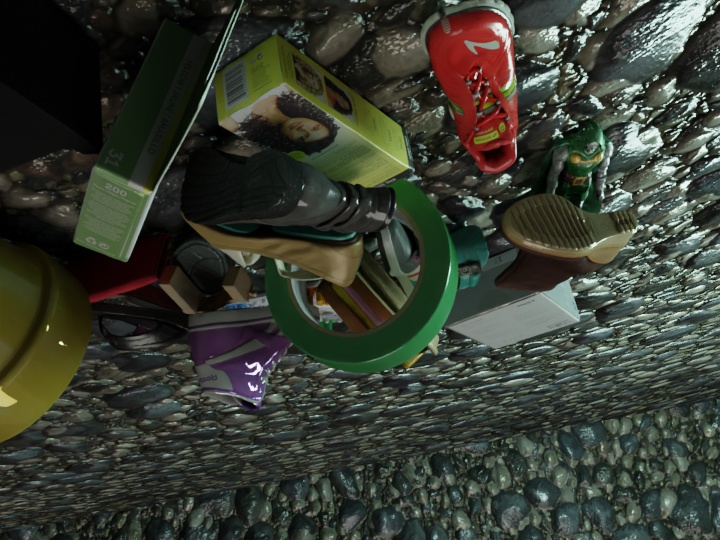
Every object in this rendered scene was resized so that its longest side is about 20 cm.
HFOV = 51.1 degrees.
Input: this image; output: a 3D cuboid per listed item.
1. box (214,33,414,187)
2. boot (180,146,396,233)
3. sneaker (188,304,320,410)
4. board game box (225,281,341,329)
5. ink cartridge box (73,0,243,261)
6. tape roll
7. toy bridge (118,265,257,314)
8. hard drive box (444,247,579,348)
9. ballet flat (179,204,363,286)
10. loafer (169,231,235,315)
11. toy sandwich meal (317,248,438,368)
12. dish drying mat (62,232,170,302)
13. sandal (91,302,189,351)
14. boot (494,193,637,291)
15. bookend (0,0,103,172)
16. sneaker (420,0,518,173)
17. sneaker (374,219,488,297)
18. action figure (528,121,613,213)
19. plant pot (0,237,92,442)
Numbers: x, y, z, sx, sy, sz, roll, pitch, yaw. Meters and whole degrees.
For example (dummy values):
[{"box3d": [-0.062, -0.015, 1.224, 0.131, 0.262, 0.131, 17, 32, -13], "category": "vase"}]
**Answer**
[{"box3d": [-0.034, -0.125, 0.661, 0.074, 0.051, 0.199, -23, 155, 29], "category": "box"}, {"box3d": [-0.070, -0.061, 0.676, 0.130, 0.071, 0.198, 11, -177, -40], "category": "boot"}, {"box3d": [-0.117, 0.100, 0.881, 0.072, 0.117, 0.198, -14, 174, 39], "category": "sneaker"}, {"box3d": [-0.057, 0.058, 1.051, 0.197, 0.026, 0.198, -13, 161, 40], "category": "board game box"}, {"box3d": [-0.135, -0.114, 0.511, 0.047, 0.148, 0.200, 22, 146, -16], "category": "ink cartridge box"}, {"box3d": [0.000, 0.000, 0.771, 0.196, 0.205, 0.048, -16, 158, 13], "category": "tape roll"}, {"box3d": [-0.200, 0.023, 0.849, 0.196, 0.028, 0.068, 2, 145, 25], "category": "toy bridge"}, {"box3d": [0.228, 0.047, 1.149, 0.154, 0.078, 0.199, -22, 155, 24], "category": "hard drive box"}, {"box3d": [-0.092, -0.026, 0.745, 0.196, 0.069, 0.064, 14, 120, 18], "category": "ballet flat"}, {"box3d": [-0.183, -0.002, 0.889, 0.071, 0.064, 0.201, 25, 147, -3], "category": "loafer"}, {"box3d": [0.017, 0.043, 0.895, 0.070, 0.206, 0.205, -40, 154, 0], "category": "toy sandwich meal"}, {"box3d": [-0.301, 0.013, 0.828, 0.196, 0.078, 0.018, -16, 129, 12], "category": "dish drying mat"}, {"box3d": [-0.238, 0.073, 0.873, 0.198, 0.049, 0.075, 16, 161, -35], "category": "sandal"}, {"box3d": [0.203, -0.014, 0.865, 0.196, 0.074, 0.166, 0, 153, -31], "category": "boot"}, {"box3d": [-0.304, -0.128, 0.475, 0.195, 0.094, 0.200, -16, 158, 16], "category": "bookend"}, {"box3d": [0.105, -0.146, 0.629, 0.076, 0.087, 0.200, -17, 157, 14], "category": "sneaker"}, {"box3d": [0.092, -0.025, 0.912, 0.119, 0.085, 0.200, -20, 152, 12], "category": "sneaker"}, {"box3d": [0.238, -0.099, 0.849, 0.115, 0.056, 0.201, -7, 153, -1], "category": "action figure"}, {"box3d": [-0.391, 0.037, 0.710, 0.197, 0.204, 0.190, -16, 142, 12], "category": "plant pot"}]
